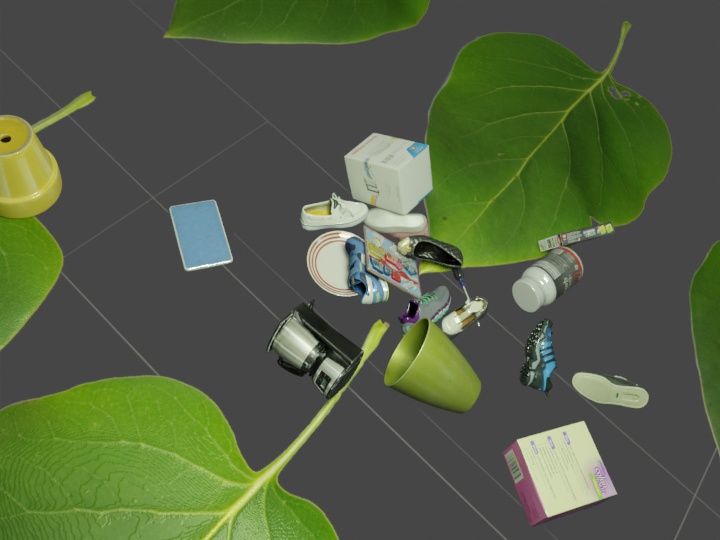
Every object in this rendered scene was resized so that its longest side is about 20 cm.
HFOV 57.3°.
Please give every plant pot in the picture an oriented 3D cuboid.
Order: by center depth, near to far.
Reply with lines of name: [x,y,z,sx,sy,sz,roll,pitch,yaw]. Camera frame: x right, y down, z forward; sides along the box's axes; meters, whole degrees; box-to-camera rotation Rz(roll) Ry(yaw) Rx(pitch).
plant pot: [0.188,0.248,1.586,0.198,0.187,0.190,34,55,-9]
plant pot: [-0.852,-0.264,1.617,0.195,0.190,0.206,7,57,-10]

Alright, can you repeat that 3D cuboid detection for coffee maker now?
coffee maker: [-0.092,0.178,1.569,0.198,0.136,0.193,37,56,9]

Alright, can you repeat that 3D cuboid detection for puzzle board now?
puzzle board: [0.087,-0.023,1.745,0.198,0.017,0.154,30,40,-34]

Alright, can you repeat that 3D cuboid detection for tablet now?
tablet: [-0.419,-0.095,1.729,0.127,0.014,0.204,-11,63,-21]

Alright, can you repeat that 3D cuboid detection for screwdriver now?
screwdriver: [0.291,0.058,1.810,0.027,0.029,0.204,-1,57,-36]

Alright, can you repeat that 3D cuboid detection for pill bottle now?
pill bottle: [0.519,0.026,1.837,0.198,0.117,0.116,-31,69,-28]

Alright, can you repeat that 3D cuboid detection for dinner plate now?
dinner plate: [-0.049,-0.016,1.770,0.194,0.024,0.205,7,56,-10]

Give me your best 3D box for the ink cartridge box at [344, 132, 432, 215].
ink cartridge box: [0.080,-0.274,1.850,0.197,0.147,0.147,22,48,36]

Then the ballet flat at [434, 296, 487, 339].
ballet flat: [0.260,0.124,1.727,0.197,0.074,0.074,-28,68,-24]

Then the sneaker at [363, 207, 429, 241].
sneaker: [0.105,-0.112,1.851,0.195,0.105,0.077,10,60,28]

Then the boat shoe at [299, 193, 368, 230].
boat shoe: [-0.070,-0.171,1.816,0.196,0.087,0.076,-8,54,-13]

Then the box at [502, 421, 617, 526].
box: [0.464,0.476,1.550,0.194,0.097,0.179,-9,61,-19]

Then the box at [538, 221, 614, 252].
box: [0.637,-0.099,1.948,0.195,0.110,0.036,-13,86,-21]

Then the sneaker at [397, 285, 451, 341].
sneaker: [0.170,0.091,1.709,0.073,0.089,0.201,9,45,39]

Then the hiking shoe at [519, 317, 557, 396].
hiking shoe: [0.479,0.225,1.736,0.085,0.075,0.204,26,65,-6]

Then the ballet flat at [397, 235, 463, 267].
ballet flat: [0.193,-0.052,1.787,0.194,0.068,0.057,9,28,-18]

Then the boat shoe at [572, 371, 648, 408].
boat shoe: [0.650,0.307,1.736,0.194,0.074,0.068,14,19,3]

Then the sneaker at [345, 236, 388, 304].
sneaker: [0.000,0.000,1.717,0.080,0.075,0.203,-18,64,-21]
